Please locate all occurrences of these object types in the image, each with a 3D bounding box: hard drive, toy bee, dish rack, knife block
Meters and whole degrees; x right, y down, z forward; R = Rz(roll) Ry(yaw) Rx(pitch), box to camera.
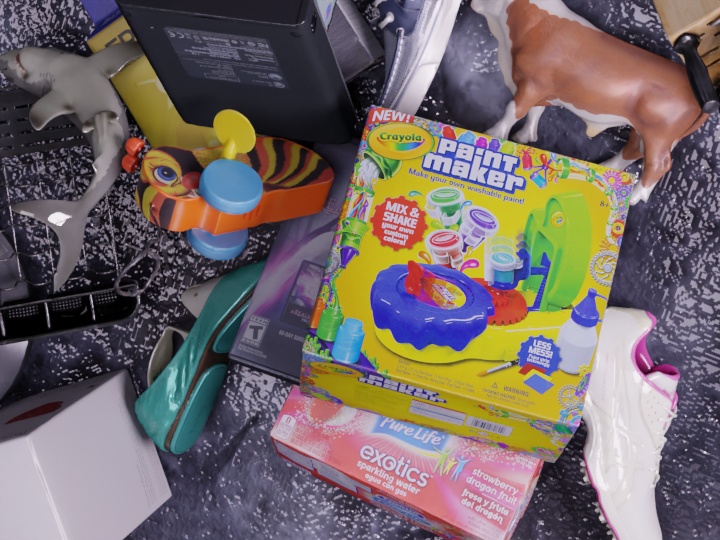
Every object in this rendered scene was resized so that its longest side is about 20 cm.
[{"bbox_3d":[-0.086,-0.151,1.357,0.138,0.200,0.033,8,71,12],"label":"hard drive"},{"bbox_3d":[-0.121,-0.068,1.393,0.109,0.199,0.131,48,119,24],"label":"toy bee"},{"bbox_3d":[-0.268,-0.048,1.514,0.152,0.055,0.202,-10,99,-13],"label":"dish rack"},{"bbox_3d":[0.242,-0.185,1.304,0.064,0.176,0.201,-28,93,18],"label":"knife block"}]

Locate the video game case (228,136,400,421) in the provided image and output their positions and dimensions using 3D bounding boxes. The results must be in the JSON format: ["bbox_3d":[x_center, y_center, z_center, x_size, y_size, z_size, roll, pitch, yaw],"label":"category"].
[{"bbox_3d":[0.000,0.000,1.441,0.142,0.019,0.201,18,74,11],"label":"video game case"}]

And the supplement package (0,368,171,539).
[{"bbox_3d":[-0.256,0.172,1.510,0.120,0.200,0.121,-16,97,18],"label":"supplement package"}]

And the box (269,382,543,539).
[{"bbox_3d":[0.039,0.138,1.457,0.199,0.100,0.096,25,77,10],"label":"box"}]

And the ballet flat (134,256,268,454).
[{"bbox_3d":[-0.128,0.054,1.522,0.070,0.067,0.201,38,108,20],"label":"ballet flat"}]

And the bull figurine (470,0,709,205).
[{"bbox_3d":[0.160,-0.138,1.397,0.199,0.065,0.122,26,110,10],"label":"bull figurine"}]

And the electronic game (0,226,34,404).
[{"bbox_3d":[-0.365,0.038,1.585,0.198,0.042,0.202,0,89,18],"label":"electronic game"}]

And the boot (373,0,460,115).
[{"bbox_3d":[0.029,-0.210,1.407,0.090,0.073,0.201,20,98,-7],"label":"boot"}]

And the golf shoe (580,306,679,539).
[{"bbox_3d":[0.209,0.123,1.436,0.091,0.075,0.201,-16,98,15],"label":"golf shoe"}]

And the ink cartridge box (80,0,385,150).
[{"bbox_3d":[-0.113,-0.197,1.473,0.197,0.047,0.201,-33,94,20],"label":"ink cartridge box"}]

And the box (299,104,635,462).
[{"bbox_3d":[0.075,0.012,1.359,0.198,0.122,0.194,14,72,2],"label":"box"}]

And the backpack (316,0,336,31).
[{"bbox_3d":[-0.093,-0.259,1.330,0.175,0.200,0.154,17,81,10],"label":"backpack"}]

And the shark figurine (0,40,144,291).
[{"bbox_3d":[-0.205,-0.093,1.452,0.127,0.215,0.090,-14,142,-2],"label":"shark figurine"}]
